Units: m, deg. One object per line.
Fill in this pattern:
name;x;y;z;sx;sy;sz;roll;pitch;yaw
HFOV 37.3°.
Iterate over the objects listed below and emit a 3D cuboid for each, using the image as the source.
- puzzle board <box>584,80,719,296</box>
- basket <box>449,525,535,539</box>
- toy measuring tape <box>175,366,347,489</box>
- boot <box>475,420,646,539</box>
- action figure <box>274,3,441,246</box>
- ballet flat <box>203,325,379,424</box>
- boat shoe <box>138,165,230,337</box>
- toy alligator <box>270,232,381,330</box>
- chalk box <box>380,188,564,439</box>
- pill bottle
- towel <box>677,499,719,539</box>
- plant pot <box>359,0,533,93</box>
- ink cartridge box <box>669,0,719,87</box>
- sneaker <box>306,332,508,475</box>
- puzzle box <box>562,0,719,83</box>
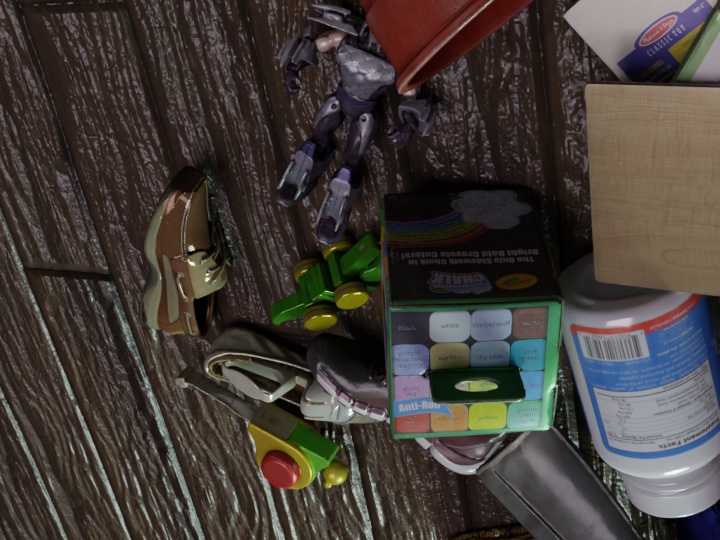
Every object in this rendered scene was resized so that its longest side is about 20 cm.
puzzle board;0.247;-0.049;0.686;0.199;0.017;0.151;7;123;27
basket;0.190;0.344;1.056;0.142;0.149;0.200;-31;107;6
toy measuring tape;-0.104;0.170;1.091;0.199;0.074;0.074;27;131;10
boot;0.174;0.240;0.913;0.200;0.073;0.182;39;121;6
action figure;-0.007;-0.123;0.835;0.130;0.069;0.201;32;128;12
ballet flat;-0.060;0.114;1.031;0.199;0.062;0.068;18;129;17
boat shoe;-0.156;-0.011;0.996;0.074;0.076;0.200;23;138;6
toy alligator;0.000;0.000;0.931;0.054;0.060;0.200;15;139;-43
chalk box;0.079;0.042;0.794;0.124;0.200;0.124;-2;125;1
pill bottle;0.224;0.088;0.825;0.112;0.112;0.201;-4;120;31
towel;0.312;0.276;0.902;0.049;0.148;0.201;-10;122;-3
plant pot;0.044;-0.248;0.648;0.201;0.201;0.196;-36;92;41
ink cartridge box;0.287;-0.070;0.688;0.199;0.048;0.146;29;131;8
sneaker;0.058;0.091;0.953;0.200;0.076;0.116;32;127;-8
puzzle box;0.244;-0.181;0.683;0.133;0.025;0.200;46;131;-7
